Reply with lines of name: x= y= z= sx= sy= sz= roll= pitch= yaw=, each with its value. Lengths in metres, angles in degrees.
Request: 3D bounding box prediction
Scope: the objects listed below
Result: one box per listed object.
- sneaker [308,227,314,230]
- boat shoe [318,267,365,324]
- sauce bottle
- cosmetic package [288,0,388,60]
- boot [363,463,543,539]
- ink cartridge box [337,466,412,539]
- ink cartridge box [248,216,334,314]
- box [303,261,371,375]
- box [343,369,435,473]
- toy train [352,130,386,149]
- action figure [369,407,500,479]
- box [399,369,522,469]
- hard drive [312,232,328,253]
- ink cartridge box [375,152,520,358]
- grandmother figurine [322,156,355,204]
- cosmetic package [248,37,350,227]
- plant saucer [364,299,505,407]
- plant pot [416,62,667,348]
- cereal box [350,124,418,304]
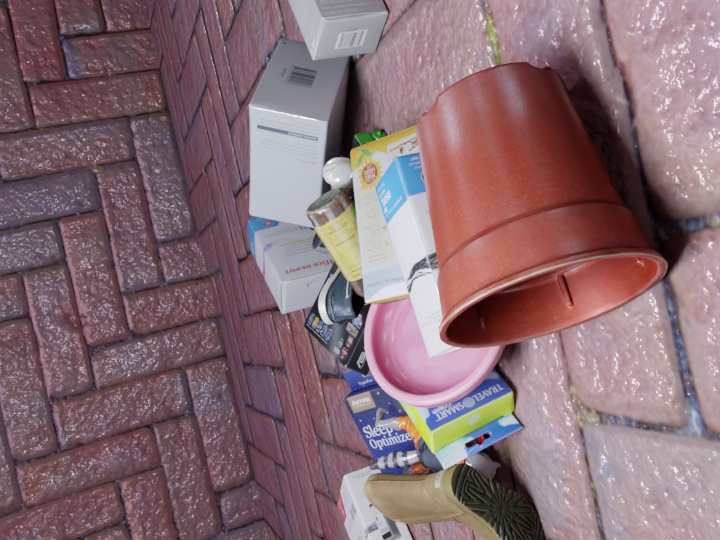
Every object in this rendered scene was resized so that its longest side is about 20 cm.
sneaker: x=-0.095 y=-0.175 z=1.330 sx=0.089 sy=0.076 sz=0.206 roll=143 pitch=120 yaw=-75
boat shoe: x=0.000 y=0.000 z=1.051 sx=0.061 sy=0.201 sz=0.076 roll=-5 pitch=123 yaw=29
sauce bottle: x=0.002 y=-0.012 z=0.950 sx=0.202 sy=0.064 sz=0.064 roll=58 pitch=166 yaw=-23
cosmetic package: x=-0.048 y=-0.408 z=1.009 sx=0.204 sy=0.105 sz=0.090 roll=68 pitch=158 yaw=18
boot: x=0.119 y=0.315 z=0.931 sx=0.175 sy=0.067 sz=0.199 roll=43 pitch=145 yaw=-10
ink cartridge box: x=0.031 y=0.508 z=1.382 sx=0.148 sy=0.081 sz=0.202 roll=102 pitch=148 yaw=-49
ink cartridge box: x=-0.120 y=-0.024 z=1.369 sx=0.201 sy=0.141 sz=0.086 roll=-124 pitch=29 yaw=-43
box: x=-0.011 y=0.058 z=1.163 sx=0.163 sy=0.044 sz=0.199 roll=-64 pitch=28 yaw=4
box: x=0.049 y=0.241 z=1.109 sx=0.120 sy=0.032 sz=0.203 roll=-24 pitch=95 yaw=40
toy train: x=0.044 y=-0.131 z=1.004 sx=0.042 sy=0.055 sz=0.202 roll=99 pitch=151 yaw=-45
action figure: x=0.113 y=0.280 z=0.988 sx=0.191 sy=0.103 sz=0.205 roll=-8 pitch=100 yaw=49
box: x=0.106 y=0.143 z=0.911 sx=0.201 sy=0.120 sz=0.048 roll=53 pitch=161 yaw=46
hard drive: x=-0.034 y=-0.089 z=1.123 sx=0.200 sy=0.042 sz=0.137 roll=-143 pitch=77 yaw=-82
ink cartridge box: x=0.116 y=-0.025 z=0.757 sx=0.084 sy=0.141 sz=0.205 roll=135 pitch=119 yaw=-67
grandmother figurine: x=0.016 y=-0.071 z=0.988 sx=0.201 sy=0.060 sz=0.121 roll=54 pitch=174 yaw=-15
cosmetic package: x=-0.094 y=-0.214 z=1.110 sx=0.203 sy=0.120 sz=0.202 roll=100 pitch=-179 yaw=-46
plant saucer: x=0.097 y=0.070 z=0.868 sx=0.051 sy=0.200 sz=0.202 roll=36 pitch=-165 yaw=-47
plant pot: x=0.142 y=-0.060 z=0.635 sx=0.201 sy=0.196 sz=0.200 roll=121 pitch=140 yaw=-61
cereal box: x=0.061 y=-0.070 z=0.874 sx=0.141 sy=0.039 sz=0.206 roll=-12 pitch=78 yaw=33
